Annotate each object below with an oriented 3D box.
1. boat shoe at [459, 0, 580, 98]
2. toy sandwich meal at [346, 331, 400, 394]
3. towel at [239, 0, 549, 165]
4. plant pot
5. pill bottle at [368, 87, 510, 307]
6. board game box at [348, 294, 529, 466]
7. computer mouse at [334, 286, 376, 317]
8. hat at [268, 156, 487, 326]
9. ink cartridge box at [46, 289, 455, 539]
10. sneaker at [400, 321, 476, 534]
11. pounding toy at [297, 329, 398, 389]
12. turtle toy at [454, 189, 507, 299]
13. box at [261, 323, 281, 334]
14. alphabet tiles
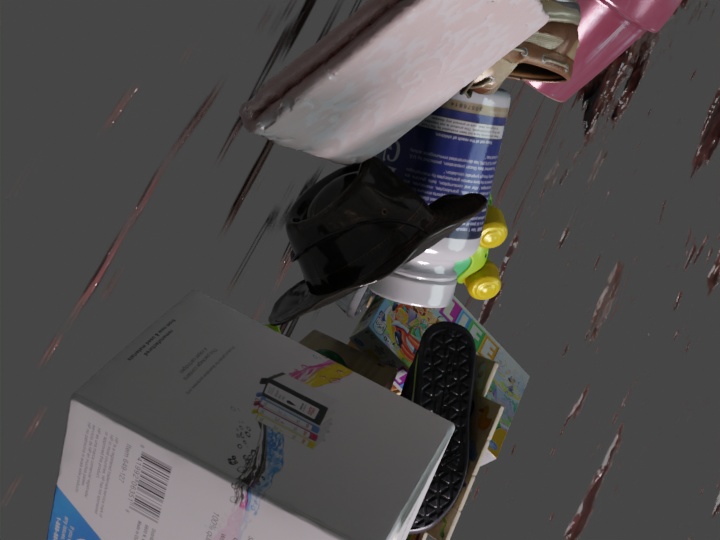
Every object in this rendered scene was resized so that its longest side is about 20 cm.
[{"bbox_3d":[0.093,-0.173,0.870,0.076,0.198,0.073,180,-97,-65],"label":"boat shoe"},{"bbox_3d":[0.038,0.102,1.312,0.205,0.203,0.071,-40,114,-66],"label":"toy sandwich meal"},{"bbox_3d":[0.029,-0.142,0.747,0.190,0.032,0.200,-37,168,14],"label":"towel"},{"bbox_3d":[0.245,-0.306,1.303,0.180,0.200,0.200,-53,174,22],"label":"plant pot"},{"bbox_3d":[0.064,-0.074,1.017,0.111,0.110,0.202,-30,132,-72],"label":"pill bottle"},{"bbox_3d":[0.090,0.095,1.205,0.034,0.200,0.135,-34,-164,41],"label":"board game box"},{"bbox_3d":[0.000,0.000,1.153,0.110,0.044,0.200,-62,175,6],"label":"computer mouse"},{"bbox_3d":[-0.004,-0.040,0.878,0.199,0.081,0.201,-30,-173,4],"label":"hat"},{"bbox_3d":[-0.068,0.140,0.698,0.145,0.198,0.148,-47,160,-57],"label":"ink cartridge box"},{"bbox_3d":[0.065,0.144,1.027,0.083,0.071,0.202,121,-14,-74],"label":"sneaker"},{"bbox_3d":[-0.032,0.160,1.075,0.202,0.141,0.184,-69,168,20],"label":"pounding toy"},{"bbox_3d":[0.090,-0.068,1.172,0.201,0.100,0.147,89,-7,-45],"label":"turtle toy"},{"bbox_3d":[-0.078,0.158,0.880,0.122,0.047,0.202,-118,-150,-50],"label":"box"},{"bbox_3d":[0.066,0.169,1.062,0.166,0.006,0.202,18,-96,63],"label":"alphabet tiles"}]
